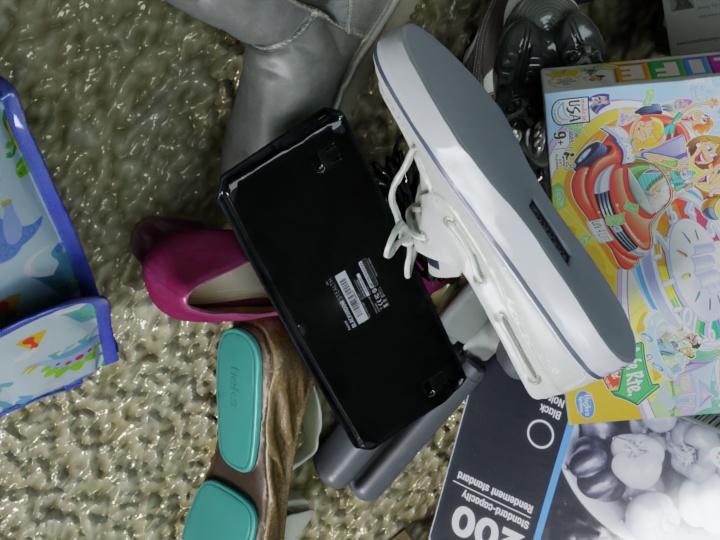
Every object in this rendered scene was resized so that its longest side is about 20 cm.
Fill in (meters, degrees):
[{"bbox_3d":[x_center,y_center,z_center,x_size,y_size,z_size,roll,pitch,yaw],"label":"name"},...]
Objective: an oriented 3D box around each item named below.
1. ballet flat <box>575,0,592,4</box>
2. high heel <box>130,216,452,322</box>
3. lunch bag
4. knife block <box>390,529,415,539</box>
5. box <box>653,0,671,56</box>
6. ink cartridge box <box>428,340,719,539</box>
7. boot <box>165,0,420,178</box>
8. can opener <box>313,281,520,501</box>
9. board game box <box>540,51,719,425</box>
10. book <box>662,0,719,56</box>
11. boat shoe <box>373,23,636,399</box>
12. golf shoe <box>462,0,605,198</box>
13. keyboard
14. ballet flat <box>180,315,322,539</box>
[{"bbox_3d":[0.089,-0.192,0.761,0.057,0.067,0.200,-36,142,24],"label":"ballet flat"},{"bbox_3d":[-0.023,0.003,0.799,0.200,0.096,0.067,9,107,-26],"label":"high heel"},{"bbox_3d":[-0.222,0.006,0.706,0.170,0.127,0.200,-26,132,-14],"label":"lunch bag"},{"bbox_3d":[-0.045,0.266,0.916,0.175,0.064,0.200,5,109,-26],"label":"knife block"},{"bbox_3d":[0.248,-0.201,0.793,0.049,0.161,0.200,-11,117,-36],"label":"box"},{"bbox_3d":[0.142,0.159,0.886,0.043,0.198,0.200,-18,125,-57],"label":"ink cartridge box"},{"bbox_3d":[-0.082,-0.133,0.715,0.200,0.073,0.182,22,100,-42],"label":"boot"},{"bbox_3d":[0.053,0.066,0.855,0.053,0.067,0.200,28,108,-35],"label":"can opener"},{"bbox_3d":[0.169,-0.014,0.765,0.134,0.034,0.200,-6,119,6],"label":"board game box"},{"bbox_3d":[0.213,-0.203,0.761,0.048,0.134,0.200,-15,100,-37],"label":"book"},{"bbox_3d":[0.050,-0.021,0.729,0.086,0.075,0.202,-31,101,27],"label":"boat shoe"},{"bbox_3d":[0.094,-0.085,0.829,0.078,0.095,0.200,-2,138,-10],"label":"golf shoe"},{"bbox_3d":[0.000,0.000,0.786,0.104,0.040,0.200,-31,126,-8],"label":"keyboard"},{"bbox_3d":[-0.058,0.119,0.860,0.072,0.068,0.200,-5,110,-42],"label":"ballet flat"}]
